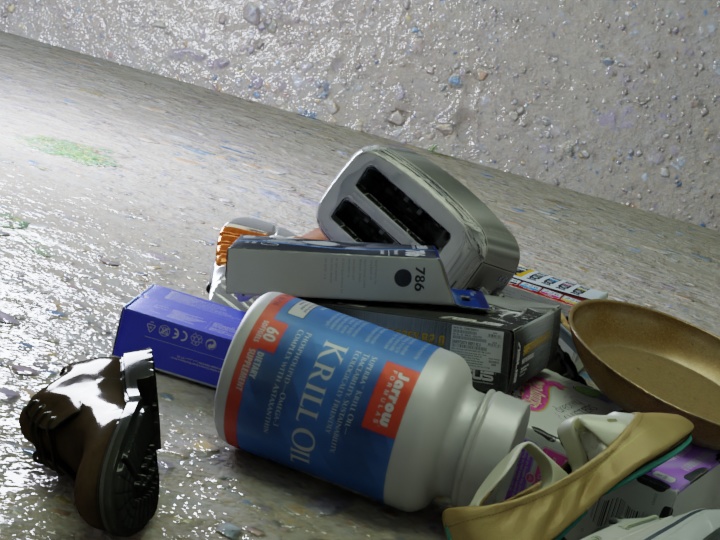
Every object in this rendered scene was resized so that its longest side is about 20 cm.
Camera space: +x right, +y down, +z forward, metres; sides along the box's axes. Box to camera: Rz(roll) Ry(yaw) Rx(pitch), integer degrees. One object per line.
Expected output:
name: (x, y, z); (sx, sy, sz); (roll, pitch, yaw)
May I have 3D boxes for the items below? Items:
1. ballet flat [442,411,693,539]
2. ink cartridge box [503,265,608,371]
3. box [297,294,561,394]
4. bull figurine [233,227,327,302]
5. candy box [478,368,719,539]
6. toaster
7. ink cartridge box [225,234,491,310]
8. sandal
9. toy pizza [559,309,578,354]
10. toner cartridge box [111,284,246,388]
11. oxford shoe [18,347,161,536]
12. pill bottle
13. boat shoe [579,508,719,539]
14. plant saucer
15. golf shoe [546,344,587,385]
ballet flat: (0.132, 0.126, 0.862); (0.199, 0.063, 0.069); (-30, -6, -32)
ink cartridge box: (0.152, 0.037, 1.456); (0.198, 0.085, 0.175); (18, 12, 16)
box: (0.042, 0.045, 1.055); (0.197, 0.049, 0.158); (7, 8, 21)
bull figurine: (-0.043, 0.014, 1.224); (0.065, 0.123, 0.200); (-28, 1, 23)
candy box: (0.159, 0.139, 1.022); (0.198, 0.072, 0.167); (22, 14, 26)
toaster: (0.044, -0.038, 1.222); (0.200, 0.114, 0.129); (43, 11, 14)
ink cartridge box: (0.000, 0.000, 1.041); (0.197, 0.040, 0.099); (4, 6, -1)
sandal: (-0.110, 0.021, 1.272); (0.078, 0.060, 0.208); (20, 33, -3)
toy pizza: (0.236, 0.099, 1.189); (0.200, 0.032, 0.200); (44, 3, -3)
toner cartridge box: (-0.091, 0.067, 1.104); (0.197, 0.044, 0.095); (17, 11, 3)
oxford shoe: (-0.161, 0.105, 0.813); (0.083, 0.074, 0.200); (-4, 13, -8)
pill bottle: (0.010, 0.096, 0.931); (0.198, 0.114, 0.112); (17, 12, 14)
boat shoe: (0.173, 0.178, 0.853); (0.066, 0.074, 0.199); (27, 17, 36)
plant saucer: (0.247, 0.086, 1.063); (0.198, 0.036, 0.201); (19, 20, -7)
golf shoe: (0.163, 0.100, 1.159); (0.198, 0.096, 0.078); (19, 11, 7)
